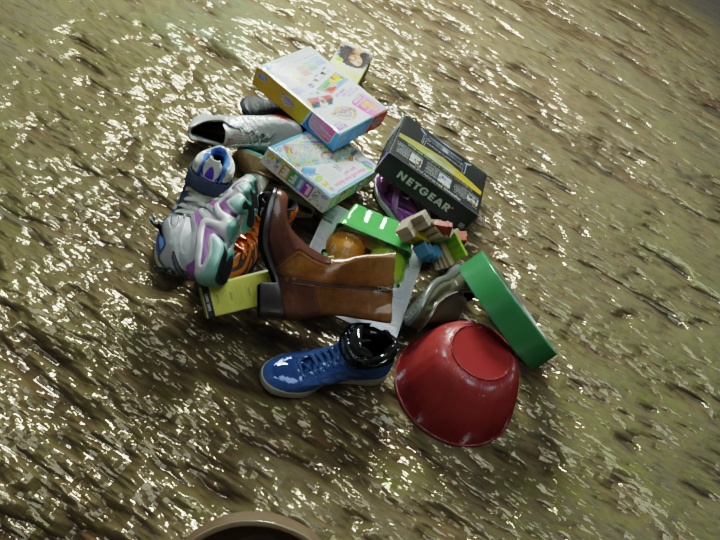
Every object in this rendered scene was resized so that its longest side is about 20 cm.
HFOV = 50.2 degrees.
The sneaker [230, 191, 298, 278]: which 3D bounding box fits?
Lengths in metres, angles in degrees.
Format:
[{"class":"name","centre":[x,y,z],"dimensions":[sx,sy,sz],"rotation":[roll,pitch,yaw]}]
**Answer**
[{"class":"sneaker","centre":[-0.172,-0.060,1.200],"dimensions":[0.078,0.112,0.200],"rotation":[35,48,10]}]

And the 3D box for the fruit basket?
[{"class":"fruit basket","centre":[0.000,0.000,1.252],"dimensions":[0.185,0.094,0.200],"rotation":[22,63,-2]}]

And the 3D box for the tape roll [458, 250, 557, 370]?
[{"class":"tape roll","centre":[0.232,0.062,1.215],"dimensions":[0.200,0.048,0.200],"rotation":[51,11,-14]}]

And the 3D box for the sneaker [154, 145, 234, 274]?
[{"class":"sneaker","centre":[-0.254,-0.106,1.184],"dimensions":[0.081,0.146,0.200],"rotation":[22,47,-2]}]

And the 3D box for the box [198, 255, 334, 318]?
[{"class":"box","centre":[-0.135,0.024,1.137],"dimensions":[0.200,0.075,0.050],"rotation":[-14,91,-15]}]

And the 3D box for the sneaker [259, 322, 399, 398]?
[{"class":"sneaker","centre":[-0.040,0.123,1.100],"dimensions":[0.200,0.111,0.077],"rotation":[0,52,-21]}]

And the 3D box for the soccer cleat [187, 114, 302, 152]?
[{"class":"soccer cleat","centre":[-0.202,-0.238,1.336],"dimensions":[0.200,0.069,0.085],"rotation":[6,20,2]}]

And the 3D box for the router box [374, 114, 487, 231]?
[{"class":"router box","centre":[0.134,-0.180,1.416],"dimensions":[0.200,0.052,0.157],"rotation":[34,37,-9]}]

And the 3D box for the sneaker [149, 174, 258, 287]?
[{"class":"sneaker","centre":[-0.236,-0.072,1.114],"dimensions":[0.140,0.078,0.200],"rotation":[10,50,11]}]

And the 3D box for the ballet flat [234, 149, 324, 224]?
[{"class":"ballet flat","centre":[-0.138,-0.137,1.321],"dimensions":[0.200,0.068,0.072],"rotation":[28,67,-3]}]

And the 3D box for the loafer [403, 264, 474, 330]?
[{"class":"loafer","centre":[0.137,0.049,1.240],"dimensions":[0.070,0.075,0.200],"rotation":[45,36,8]}]

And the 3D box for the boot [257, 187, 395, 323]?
[{"class":"boot","centre":[-0.043,-0.020,1.089],"dimensions":[0.200,0.068,0.188],"rotation":[1,83,-14]}]

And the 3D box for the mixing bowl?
[{"class":"mixing bowl","centre":[0.162,0.151,1.159],"dimensions":[0.200,0.108,0.200],"rotation":[11,49,-13]}]

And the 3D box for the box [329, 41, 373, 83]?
[{"class":"box","centre":[-0.035,-0.388,1.547],"dimensions":[0.075,0.050,0.200],"rotation":[22,43,-2]}]

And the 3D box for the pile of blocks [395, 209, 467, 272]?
[{"class":"pile of blocks","centre":[0.136,-0.048,1.276],"dimensions":[0.200,0.062,0.082],"rotation":[13,57,-56]}]

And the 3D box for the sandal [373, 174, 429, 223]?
[{"class":"sandal","centre":[0.089,-0.111,1.386],"dimensions":[0.082,0.050,0.203],"rotation":[-9,56,-27]}]

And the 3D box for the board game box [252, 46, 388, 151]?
[{"class":"board game box","centre":[-0.071,-0.312,1.382],"dimensions":[0.200,0.040,0.153],"rotation":[42,45,12]}]

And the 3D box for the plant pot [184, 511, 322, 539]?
[{"class":"plant pot","centre":[-0.118,0.354,0.864],"dimensions":[0.201,0.201,0.093],"rotation":[21,7,-4]}]

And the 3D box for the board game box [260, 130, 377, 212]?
[{"class":"board game box","centre":[-0.063,-0.179,1.312],"dimensions":[0.134,0.034,0.200],"rotation":[39,32,7]}]

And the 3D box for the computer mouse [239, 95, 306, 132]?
[{"class":"computer mouse","centre":[-0.129,-0.249,1.423],"dimensions":[0.200,0.046,0.140],"rotation":[8,44,-30]}]
